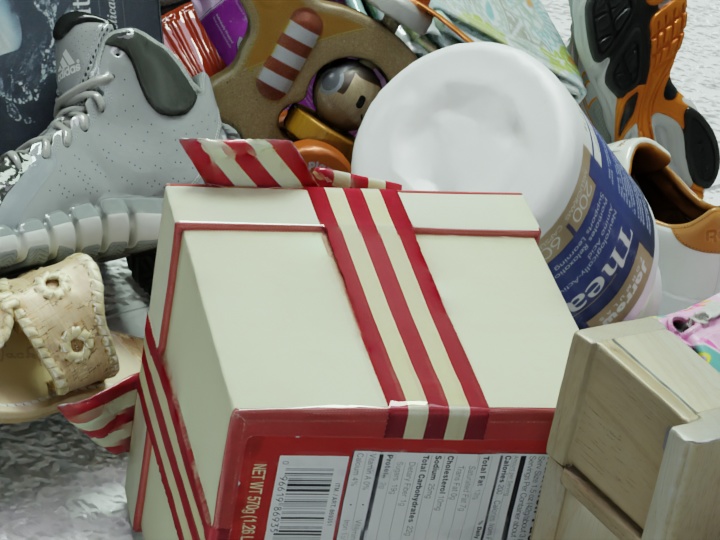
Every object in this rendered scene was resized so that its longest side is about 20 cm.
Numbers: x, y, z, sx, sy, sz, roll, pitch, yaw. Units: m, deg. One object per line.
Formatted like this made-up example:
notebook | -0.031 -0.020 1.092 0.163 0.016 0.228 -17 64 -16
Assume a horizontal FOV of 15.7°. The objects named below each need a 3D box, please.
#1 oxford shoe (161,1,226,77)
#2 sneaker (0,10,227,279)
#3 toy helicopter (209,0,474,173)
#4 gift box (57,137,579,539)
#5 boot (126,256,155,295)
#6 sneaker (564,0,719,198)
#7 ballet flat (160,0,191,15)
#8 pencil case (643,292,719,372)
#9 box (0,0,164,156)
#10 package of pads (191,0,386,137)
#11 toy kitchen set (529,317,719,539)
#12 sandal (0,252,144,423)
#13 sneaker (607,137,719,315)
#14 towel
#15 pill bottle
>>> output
oxford shoe | -0.143 -0.086 1.444 0.199 0.073 0.072 -19 71 -21
sneaker | -0.145 -0.059 1.194 0.199 0.116 0.075 -8 -3 -39
toy helicopter | -0.026 -0.124 1.258 0.132 0.201 0.079 -31 19 2
gift box | -0.016 0.061 1.089 0.198 0.186 0.187 6 31 -17
boot | 0.001 -0.001 1.336 0.199 0.073 0.182 -2 30 -34
sneaker | 0.136 -0.122 1.476 0.075 0.201 0.092 -32 36 -24
ballet flat | -0.101 -0.136 1.538 0.199 0.069 0.067 -1 8 -24
pencil case | 0.204 0.043 1.299 0.199 0.088 0.087 -16 38 -41
box | -0.204 -0.100 1.266 0.199 0.198 0.117 -6 0 -27
package of pads | -0.001 -0.123 1.446 0.121 0.075 0.200 60 25 6
toy kitchen set | 0.068 0.154 0.930 0.179 0.201 0.163 -9 34 -32
sandal | -0.129 0.023 1.157 0.211 0.070 0.078 14 27 -45
sneaker | 0.124 -0.049 1.434 0.199 0.085 0.073 25 33 27
towel | 0.030 -0.170 1.412 0.171 0.048 0.201 21 37 -51
pill bottle | 0.080 -0.020 1.257 0.111 0.111 0.200 29 -7 30
